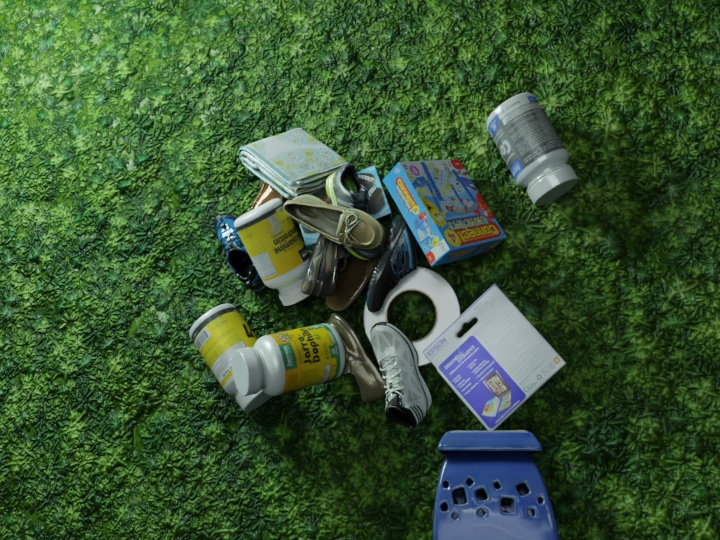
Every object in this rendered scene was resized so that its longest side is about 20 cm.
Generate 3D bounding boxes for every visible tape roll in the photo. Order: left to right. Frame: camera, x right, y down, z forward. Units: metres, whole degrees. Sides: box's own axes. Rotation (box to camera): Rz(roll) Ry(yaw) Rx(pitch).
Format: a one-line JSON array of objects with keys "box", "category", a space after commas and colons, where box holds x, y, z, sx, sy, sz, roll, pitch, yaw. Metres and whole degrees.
[{"box": [0.104, 0.094, 1.098, 0.199, 0.037, 0.207, -2, 78, 10], "category": "tape roll"}]

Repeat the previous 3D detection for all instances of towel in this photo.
[{"box": [-0.139, -0.230, 1.158, 0.170, 0.049, 0.199, -27, 54, -36], "category": "towel"}]

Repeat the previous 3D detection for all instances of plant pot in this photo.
[{"box": [0.222, 0.375, 0.935, 0.196, 0.200, 0.183, -3, 70, 10], "category": "plant pot"}]

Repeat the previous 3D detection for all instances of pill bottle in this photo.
[{"box": [-0.253, 0.179, 1.109, 0.114, 0.114, 0.201, -39, 74, 0], "category": "pill bottle"}, {"box": [-0.168, -0.035, 1.113, 0.111, 0.112, 0.202, -25, 104, 4], "category": "pill bottle"}, {"box": [-0.137, 0.172, 1.028, 0.197, 0.113, 0.115, -8, 71, -34], "category": "pill bottle"}, {"box": [0.345, -0.240, 1.086, 0.112, 0.114, 0.203, -25, 74, 4], "category": "pill bottle"}]

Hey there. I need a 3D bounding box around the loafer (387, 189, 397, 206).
[{"box": [0.140, -0.122, 1.120, 0.071, 0.073, 0.201, -37, 77, -10], "category": "loafer"}]

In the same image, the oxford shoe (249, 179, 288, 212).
[{"box": [-0.192, -0.137, 1.179, 0.070, 0.071, 0.204, 2, 77, 42], "category": "oxford shoe"}]

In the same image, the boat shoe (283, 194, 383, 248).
[{"box": [-0.052, -0.091, 1.022, 0.198, 0.063, 0.074, 27, 112, 19], "category": "boat shoe"}]

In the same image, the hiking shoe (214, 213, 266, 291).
[{"box": [-0.263, -0.050, 1.176, 0.074, 0.087, 0.201, -36, 73, 1], "category": "hiking shoe"}]

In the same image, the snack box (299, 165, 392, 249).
[{"box": [-0.040, -0.136, 1.177, 0.197, 0.037, 0.118, -21, 74, 6], "category": "snack box"}]

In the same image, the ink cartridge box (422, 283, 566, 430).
[{"box": [0.253, 0.165, 1.038, 0.198, 0.043, 0.201, -41, 83, 0], "category": "ink cartridge box"}]

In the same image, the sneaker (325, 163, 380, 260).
[{"box": [-0.011, -0.116, 1.064, 0.073, 0.081, 0.203, -18, 78, -26], "category": "sneaker"}]

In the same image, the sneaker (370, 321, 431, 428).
[{"box": [0.069, 0.199, 1.007, 0.075, 0.115, 0.203, -25, 96, 22], "category": "sneaker"}]

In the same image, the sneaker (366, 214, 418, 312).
[{"box": [0.071, -0.007, 1.071, 0.081, 0.073, 0.203, 22, 88, 1], "category": "sneaker"}]

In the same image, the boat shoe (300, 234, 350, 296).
[{"box": [-0.062, -0.021, 1.078, 0.072, 0.075, 0.202, 23, 48, -9], "category": "boat shoe"}]

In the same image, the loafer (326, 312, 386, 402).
[{"box": [-0.015, 0.176, 1.083, 0.067, 0.076, 0.201, -34, 73, -5], "category": "loafer"}]

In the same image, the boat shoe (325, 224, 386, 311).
[{"box": [0.000, 0.000, 1.122, 0.071, 0.065, 0.202, 29, 81, 23], "category": "boat shoe"}]

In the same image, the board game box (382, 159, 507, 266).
[{"box": [0.167, -0.120, 1.057, 0.056, 0.198, 0.198, -43, 69, 42], "category": "board game box"}]
